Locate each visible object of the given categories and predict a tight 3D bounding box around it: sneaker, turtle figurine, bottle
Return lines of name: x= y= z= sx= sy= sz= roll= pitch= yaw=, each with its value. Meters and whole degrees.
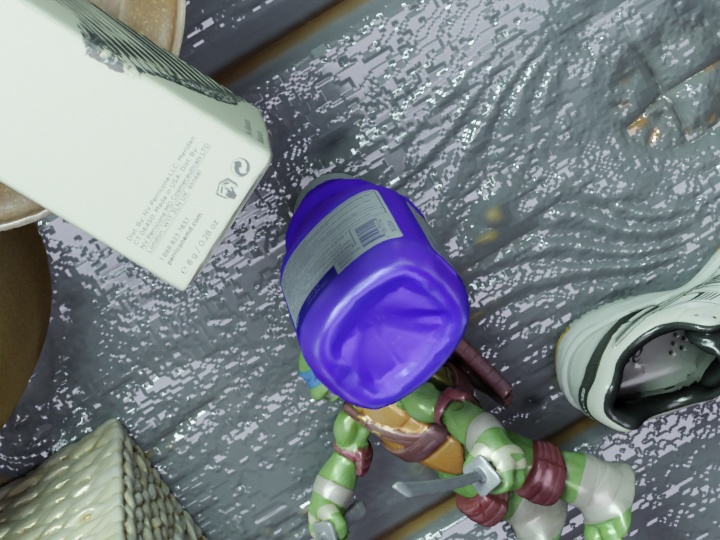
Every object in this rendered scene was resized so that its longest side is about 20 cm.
sneaker: x=0.207 y=0.033 z=1.169 sx=0.199 sy=0.088 sz=0.076 roll=-30 pitch=108 yaw=0
turtle figurine: x=0.042 y=0.126 z=1.136 sx=0.193 sy=0.201 sz=0.144 roll=25 pitch=118 yaw=-24
bottle: x=0.000 y=0.000 z=1.065 sx=0.084 sy=0.200 sz=0.065 roll=-44 pitch=109 yaw=6

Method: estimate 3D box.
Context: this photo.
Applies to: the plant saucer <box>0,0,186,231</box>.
plant saucer: x=-0.172 y=-0.115 z=0.877 sx=0.198 sy=0.037 sz=0.203 roll=-2 pitch=107 yaw=-6

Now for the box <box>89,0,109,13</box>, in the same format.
box: x=-0.155 y=-0.120 z=1.002 sx=0.078 sy=0.200 sz=0.143 roll=-6 pitch=108 yaw=-6

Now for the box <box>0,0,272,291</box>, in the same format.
box: x=-0.135 y=-0.078 z=0.832 sx=0.199 sy=0.082 sz=0.069 roll=32 pitch=101 yaw=-16

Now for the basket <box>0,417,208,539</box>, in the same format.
basket: x=-0.157 y=0.213 z=1.113 sx=0.199 sy=0.198 sz=0.162 roll=-31 pitch=108 yaw=3

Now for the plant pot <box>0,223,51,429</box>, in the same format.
plant pot: x=-0.245 y=0.042 z=1.043 sx=0.184 sy=0.200 sz=0.188 roll=-2 pitch=107 yaw=-8
